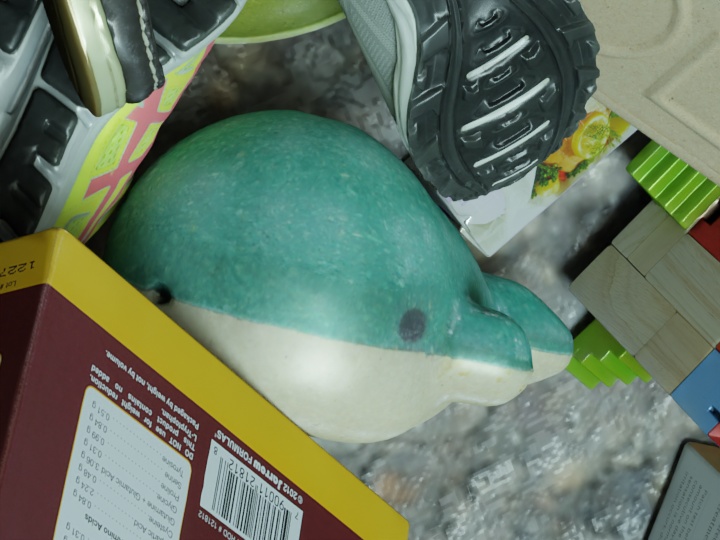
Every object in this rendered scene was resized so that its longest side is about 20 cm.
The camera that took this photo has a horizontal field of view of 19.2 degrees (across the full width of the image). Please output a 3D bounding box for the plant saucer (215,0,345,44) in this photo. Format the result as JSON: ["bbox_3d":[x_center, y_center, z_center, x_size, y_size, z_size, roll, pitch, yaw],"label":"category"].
[{"bbox_3d":[-0.042,-0.180,0.734,0.199,0.031,0.201,-7,114,-17],"label":"plant saucer"}]

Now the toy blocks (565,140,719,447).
[{"bbox_3d":[0.179,0.001,0.818,0.200,0.137,0.100,-45,134,6],"label":"toy blocks"}]

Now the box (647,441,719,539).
[{"bbox_3d":[0.222,0.170,0.878,0.152,0.200,0.107,12,106,-25],"label":"box"}]

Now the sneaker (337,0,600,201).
[{"bbox_3d":[0.022,-0.105,0.707,0.074,0.079,0.201,-30,133,-3],"label":"sneaker"}]

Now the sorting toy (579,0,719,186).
[{"bbox_3d":[0.130,-0.098,0.699,0.200,0.185,0.037,38,59,-6],"label":"sorting toy"}]

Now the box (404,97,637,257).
[{"bbox_3d":[0.107,-0.087,0.822,0.200,0.041,0.039,-41,120,-2],"label":"box"}]

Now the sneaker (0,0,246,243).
[{"bbox_3d":[-0.096,-0.063,0.713,0.078,0.090,0.200,38,83,9],"label":"sneaker"}]

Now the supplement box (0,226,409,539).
[{"bbox_3d":[-0.099,0.134,0.641,0.132,0.201,0.197,-14,141,30],"label":"supplement box"}]

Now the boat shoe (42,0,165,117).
[{"bbox_3d":[-0.077,-0.149,0.644,0.064,0.073,0.201,-10,90,-12],"label":"boat shoe"}]

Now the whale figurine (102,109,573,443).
[{"bbox_3d":[0.000,0.000,0.758,0.199,0.159,0.104,5,99,-50],"label":"whale figurine"}]
